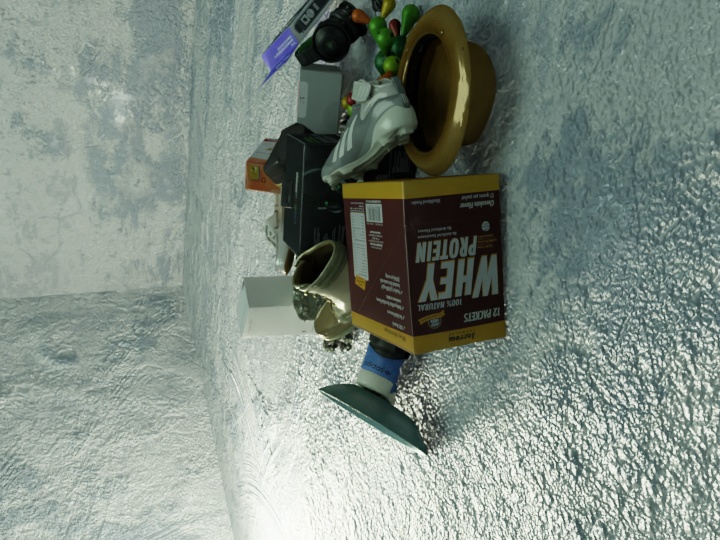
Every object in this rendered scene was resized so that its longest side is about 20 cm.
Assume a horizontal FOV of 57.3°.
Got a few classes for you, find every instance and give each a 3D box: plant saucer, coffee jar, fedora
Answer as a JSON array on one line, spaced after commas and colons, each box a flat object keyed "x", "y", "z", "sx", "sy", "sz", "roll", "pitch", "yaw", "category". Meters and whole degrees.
[{"x": 0.026, "y": 0.223, "z": 1.029, "sx": 0.039, "sy": 0.200, "sz": 0.201, "roll": -58, "pitch": 19, "yaw": -13, "category": "plant saucer"}, {"x": -0.067, "y": -0.148, "z": 1.104, "sx": 0.085, "sy": 0.200, "sz": 0.105, "roll": -13, "pitch": 46, "yaw": 46, "category": "coffee jar"}, {"x": 0.112, "y": -0.220, "z": 0.820, "sx": 0.200, "sy": 0.081, "sz": 0.204, "roll": 176, "pitch": 90, "yaw": -68, "category": "fedora"}]

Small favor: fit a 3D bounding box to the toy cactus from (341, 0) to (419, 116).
[{"x": 0.029, "y": -0.290, "z": 0.968, "sx": 0.165, "sy": 0.101, "sz": 0.202, "roll": 72, "pitch": -147, "yaw": -68, "category": "toy cactus"}]

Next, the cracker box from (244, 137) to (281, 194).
[{"x": -0.141, "y": -0.205, "z": 1.290, "sx": 0.200, "sy": 0.132, "sz": 0.058, "roll": -84, "pitch": 1, "yaw": -66, "category": "cracker box"}]

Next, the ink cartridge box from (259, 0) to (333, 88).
[{"x": -0.128, "y": -0.460, "z": 1.275, "sx": 0.201, "sy": 0.043, "sz": 0.198, "roll": -56, "pitch": 19, "yaw": -12, "category": "ink cartridge box"}]

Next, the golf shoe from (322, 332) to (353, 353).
[{"x": -0.037, "y": 0.078, "z": 1.252, "sx": 0.201, "sy": 0.076, "sz": 0.089, "roll": 118, "pitch": 149, "yaw": -52, "category": "golf shoe"}]

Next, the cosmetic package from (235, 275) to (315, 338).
[{"x": -0.150, "y": 0.073, "z": 1.359, "sx": 0.113, "sy": 0.197, "sz": 0.082, "roll": 112, "pitch": 147, "yaw": -47, "category": "cosmetic package"}]

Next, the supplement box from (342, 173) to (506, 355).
[{"x": 0.077, "y": -0.018, "z": 0.862, "sx": 0.197, "sy": 0.131, "sz": 0.203, "roll": -165, "pitch": 69, "yaw": -66, "category": "supplement box"}]

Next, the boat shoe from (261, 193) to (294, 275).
[{"x": -0.160, "y": -0.079, "z": 1.294, "sx": 0.071, "sy": 0.068, "sz": 0.202, "roll": 96, "pitch": 176, "yaw": -55, "category": "boat shoe"}]

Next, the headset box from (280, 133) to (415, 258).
[{"x": -0.025, "y": -0.117, "z": 1.021, "sx": 0.093, "sy": 0.198, "sz": 0.176, "roll": -139, "pitch": 49, "yaw": -59, "category": "headset box"}]

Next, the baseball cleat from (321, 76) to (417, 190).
[{"x": 0.004, "y": -0.187, "z": 0.876, "sx": 0.199, "sy": 0.069, "sz": 0.108, "roll": -25, "pitch": 79, "yaw": 50, "category": "baseball cleat"}]

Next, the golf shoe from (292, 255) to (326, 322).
[{"x": -0.095, "y": -0.004, "z": 1.285, "sx": 0.097, "sy": 0.077, "sz": 0.203, "roll": -120, "pitch": 33, "yaw": -76, "category": "golf shoe"}]

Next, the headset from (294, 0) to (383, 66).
[{"x": -0.040, "y": -0.417, "z": 1.112, "sx": 0.198, "sy": 0.124, "sz": 0.094, "roll": -10, "pitch": 127, "yaw": 43, "category": "headset"}]

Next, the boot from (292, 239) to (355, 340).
[{"x": -0.048, "y": 0.032, "z": 1.012, "sx": 0.200, "sy": 0.154, "sz": 0.073, "roll": -44, "pitch": 52, "yaw": 31, "category": "boot"}]

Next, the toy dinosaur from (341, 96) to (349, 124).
[{"x": -0.007, "y": -0.252, "z": 1.164, "sx": 0.089, "sy": 0.047, "sz": 0.200, "roll": 67, "pitch": 150, "yaw": 24, "category": "toy dinosaur"}]

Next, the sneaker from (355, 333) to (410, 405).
[{"x": 0.041, "y": 0.153, "z": 1.082, "sx": 0.200, "sy": 0.076, "sz": 0.112, "roll": 73, "pitch": -140, "yaw": -71, "category": "sneaker"}]

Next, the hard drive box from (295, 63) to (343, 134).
[{"x": -0.079, "y": -0.292, "z": 1.209, "sx": 0.200, "sy": 0.076, "sz": 0.158, "roll": -104, "pitch": 19, "yaw": -70, "category": "hard drive box"}]
